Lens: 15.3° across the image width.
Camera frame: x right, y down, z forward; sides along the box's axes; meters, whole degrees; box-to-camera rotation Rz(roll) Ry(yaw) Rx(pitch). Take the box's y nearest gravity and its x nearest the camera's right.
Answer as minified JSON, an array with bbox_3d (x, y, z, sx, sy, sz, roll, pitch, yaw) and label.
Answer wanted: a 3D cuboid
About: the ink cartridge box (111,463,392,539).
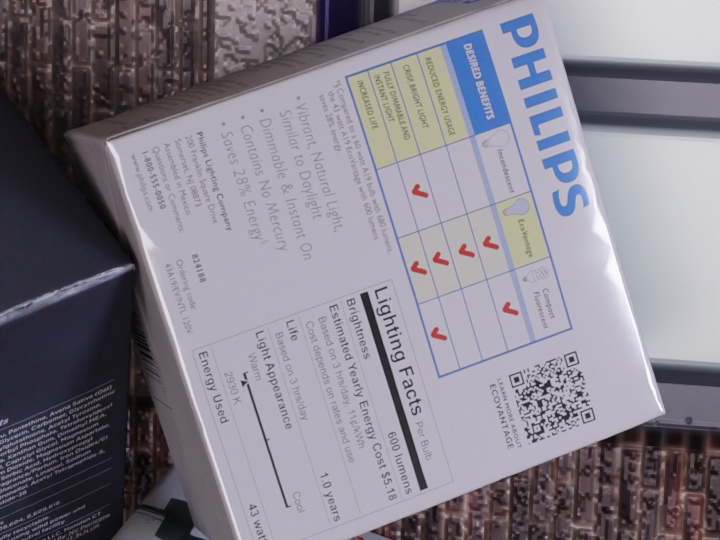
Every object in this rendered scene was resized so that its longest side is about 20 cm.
[{"bbox_3d":[-0.053,0.172,1.220,0.146,0.200,0.084,19,104,4],"label":"ink cartridge box"}]

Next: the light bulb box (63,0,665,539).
[{"bbox_3d":[0.000,0.000,1.172,0.199,0.125,0.199,-20,100,-12],"label":"light bulb box"}]

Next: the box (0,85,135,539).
[{"bbox_3d":[-0.180,0.032,1.185,0.148,0.104,0.201,51,150,30],"label":"box"}]
